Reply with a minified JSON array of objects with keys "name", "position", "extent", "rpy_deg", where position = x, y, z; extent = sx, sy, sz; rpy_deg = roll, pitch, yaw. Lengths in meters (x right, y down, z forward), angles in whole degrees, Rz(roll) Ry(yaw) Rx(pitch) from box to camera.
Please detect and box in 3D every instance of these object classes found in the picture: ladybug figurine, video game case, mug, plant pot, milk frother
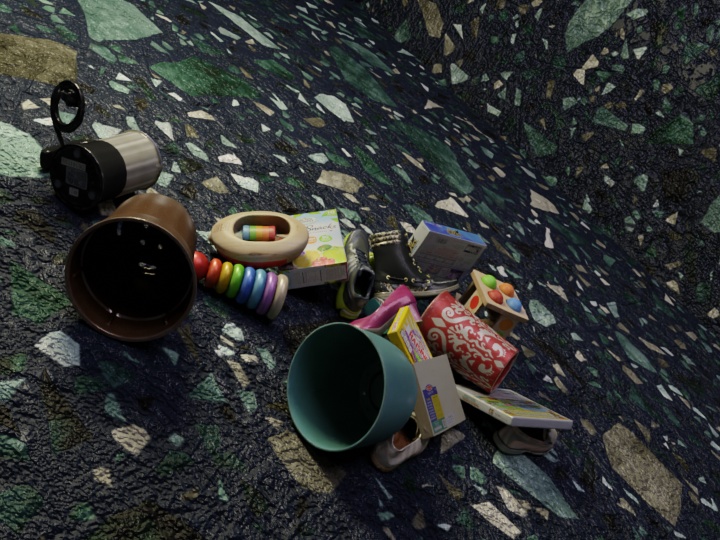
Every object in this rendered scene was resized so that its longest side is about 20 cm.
[{"name":"ladybug figurine","position":[-0.200,-0.056,1.612],"extent":[0.196,0.073,0.137],"rpy_deg":[3,42,-3]},{"name":"video game case","position":[0.173,-0.018,1.920],"extent":[0.198,0.183,0.046],"rpy_deg":[11,32,-40]},{"name":"mug","position":[0.232,0.152,1.737],"extent":[0.199,0.135,0.177],"rpy_deg":[35,20,20]},{"name":"plant pot","position":[-0.349,-0.021,1.315],"extent":[0.198,0.202,0.199],"rpy_deg":[28,18,-14]},{"name":"milk frother","position":[-0.473,-0.239,1.500],"extent":[0.179,0.202,0.188],"rpy_deg":[34,25,8]},{"name":"plant pot","position":[0.003,0.197,1.360],"extent":[0.160,0.201,0.201],"rpy_deg":[17,30,-52]},{"name":"video game case","position":[0.307,0.280,1.680],"extent":[0.198,0.023,0.181],"rpy_deg":[12,6,-39]}]

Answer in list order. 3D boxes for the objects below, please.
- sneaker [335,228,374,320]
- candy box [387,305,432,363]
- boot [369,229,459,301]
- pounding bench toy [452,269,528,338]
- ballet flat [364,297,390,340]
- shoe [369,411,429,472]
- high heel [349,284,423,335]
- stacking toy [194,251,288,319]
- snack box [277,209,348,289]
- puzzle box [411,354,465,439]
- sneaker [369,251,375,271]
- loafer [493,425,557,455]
[{"name":"sneaker","position":[0.000,0.000,1.712],"extent":[0.073,0.081,0.203],"rpy_deg":[17,59,-27]},{"name":"candy box","position":[0.113,0.179,1.581],"extent":[0.202,0.026,0.102],"rpy_deg":[64,23,-17]},{"name":"boot","position":[0.116,-0.013,1.787],"extent":[0.200,0.073,0.157],"rpy_deg":[-6,84,-18]},{"name":"pounding bench toy","position":[0.284,0.077,1.922],"extent":[0.123,0.157,0.201],"rpy_deg":[22,29,-24]},{"name":"ballet flat","position":[0.075,0.138,1.682],"extent":[0.071,0.072,0.202],"rpy_deg":[10,37,-40]},{"name":"shoe","position":[0.084,0.293,1.444],"extent":[0.070,0.054,0.199],"rpy_deg":[41,27,13]},{"name":"high heel","position":[0.024,0.088,1.630],"extent":[0.197,0.068,0.097],"rpy_deg":[-16,58,-15]},{"name":"stacking toy","position":[-0.236,0.020,1.500],"extent":[0.197,0.086,0.086],"rpy_deg":[19,29,-16]},{"name":"snack box","position":[-0.106,-0.047,1.706],"extent":[0.139,0.054,0.201],"rpy_deg":[-7,36,-4]},{"name":"puzzle box","position":[0.139,0.231,1.531],"extent":[0.199,0.025,0.135],"rpy_deg":[3,70,-66]},{"name":"sneaker","position":[-0.034,-0.015,1.820],"extent":[0.197,0.077,0.105],"rpy_deg":[7,7,-28]},{"name":"loafer","position":[0.354,0.336,1.683],"extent":[0.198,0.063,0.072],"rpy_deg":[6,39,-45]}]
